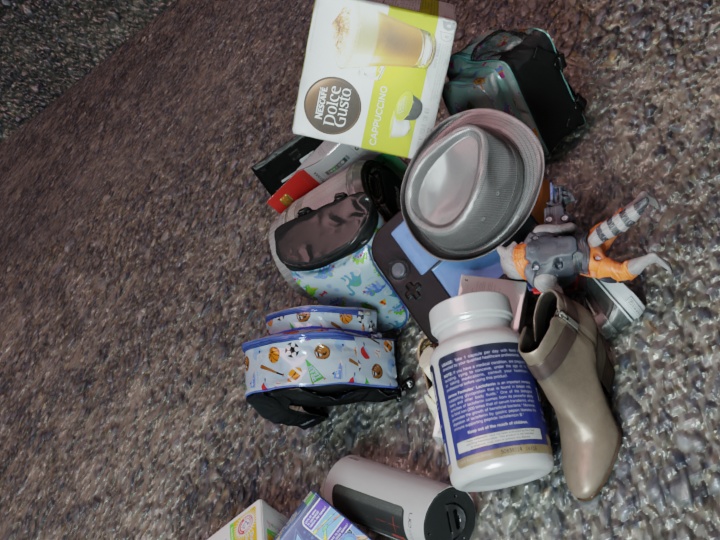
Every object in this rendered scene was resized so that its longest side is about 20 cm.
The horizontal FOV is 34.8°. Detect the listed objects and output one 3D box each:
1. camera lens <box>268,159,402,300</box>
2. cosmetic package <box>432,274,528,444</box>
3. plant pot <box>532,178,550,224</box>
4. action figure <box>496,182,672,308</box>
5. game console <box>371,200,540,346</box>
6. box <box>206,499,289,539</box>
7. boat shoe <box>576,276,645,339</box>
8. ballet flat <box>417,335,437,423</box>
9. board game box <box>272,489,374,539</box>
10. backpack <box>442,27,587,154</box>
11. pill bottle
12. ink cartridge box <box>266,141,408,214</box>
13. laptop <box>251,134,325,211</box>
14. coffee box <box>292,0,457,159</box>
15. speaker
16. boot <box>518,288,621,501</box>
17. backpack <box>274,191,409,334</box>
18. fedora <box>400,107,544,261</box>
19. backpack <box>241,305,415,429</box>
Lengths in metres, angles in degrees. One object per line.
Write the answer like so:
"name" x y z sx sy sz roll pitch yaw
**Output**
"camera lens" -0.019 -0.062 1.747 0.199 0.160 0.161 -30 34 27
"cosmetic package" 0.145 0.110 1.365 0.082 0.051 0.202 8 72 13
"plant pot" 0.154 -0.090 1.580 0.199 0.140 0.201 -32 33 23
"action figure" 0.247 -0.043 1.325 0.192 0.105 0.201 -18 56 20
"game console" 0.122 -0.031 1.456 0.200 0.031 0.177 -42 62 15
"box" -0.153 0.396 1.425 0.200 0.112 0.102 -40 30 19
"boat shoe" 0.262 0.010 1.390 0.071 0.072 0.200 -40 32 3
"ballet flat" 0.105 0.150 1.433 0.068 0.067 0.200 -40 31 13
"board game box" -0.065 0.374 1.318 0.200 0.135 0.034 -50 6 -8
"backpack" 0.207 -0.255 1.667 0.153 0.176 0.200 -37 27 -6
"pill bottle" 0.138 0.133 1.268 0.115 0.115 0.202 -24 65 34
"ink cartridge box" -0.024 -0.126 1.827 0.200 0.161 0.050 -45 33 7
"laptop" -0.068 -0.168 1.880 0.177 0.200 0.103 -35 37 2
"coffee box" 0.021 -0.291 1.638 0.200 0.196 0.201 -80 2 -70
"speaker" 0.044 0.274 1.354 0.199 0.081 0.082 6 58 54
"boot" 0.219 0.125 1.237 0.070 0.146 0.201 -19 41 35
"backpack" 0.000 0.000 1.607 0.162 0.200 0.155 -20 62 24
"fedora" 0.123 -0.112 1.405 0.177 0.090 0.201 39 99 24
"backpack" -0.060 0.123 1.534 0.199 0.190 0.155 -22 76 39
